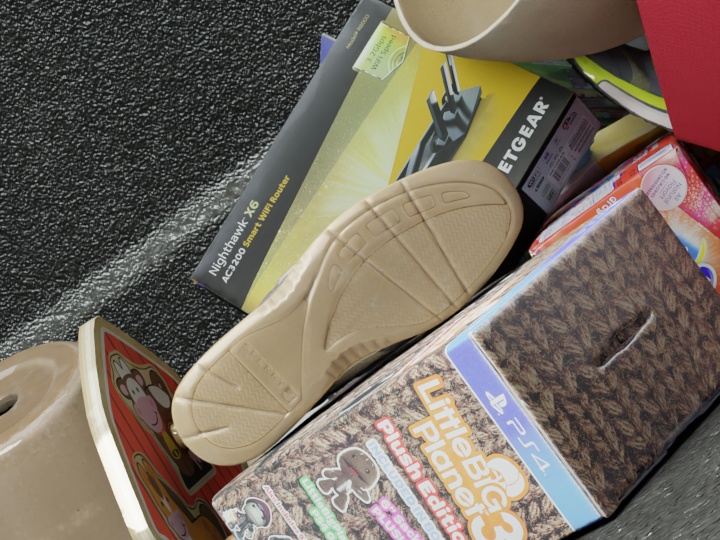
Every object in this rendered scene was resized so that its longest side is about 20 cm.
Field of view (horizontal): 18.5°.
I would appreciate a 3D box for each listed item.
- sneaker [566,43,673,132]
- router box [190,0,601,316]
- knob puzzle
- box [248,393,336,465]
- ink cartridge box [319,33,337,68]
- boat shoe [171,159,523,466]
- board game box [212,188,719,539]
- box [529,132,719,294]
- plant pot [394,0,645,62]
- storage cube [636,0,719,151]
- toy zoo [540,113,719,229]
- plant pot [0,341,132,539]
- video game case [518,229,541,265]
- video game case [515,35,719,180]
[{"bbox_3d":[0.213,-0.113,1.279,0.074,0.200,0.081,-103,30,-81],"label":"sneaker"},{"bbox_3d":[0.019,-0.039,1.266,0.200,0.157,0.052,-59,-32,-4],"label":"router box"},{"bbox_3d":[-0.077,0.106,1.108,0.030,0.220,0.220,-31,2,12],"label":"knob puzzle"},{"bbox_3d":[-0.073,0.157,1.438,0.200,0.060,0.117,-37,-24,-26],"label":"box"},{"bbox_3d":[0.039,-0.035,1.485,0.047,0.200,0.198,-46,-27,-37],"label":"ink cartridge box"},{"bbox_3d":[-0.008,0.017,1.078,0.200,0.072,0.065,-42,6,3],"label":"boat shoe"},{"bbox_3d":[0.057,0.073,1.033,0.200,0.097,0.159,-35,1,42],"label":"board game box"},{"bbox_3d":[0.165,-0.011,1.249,0.100,0.096,0.200,-36,1,9],"label":"box"},{"bbox_3d":[0.123,-0.199,1.210,0.134,0.200,0.200,14,-28,-28],"label":"plant pot"},{"bbox_3d":[0.254,-0.159,1.100,0.200,0.180,0.171,-36,37,-22],"label":"storage cube"},{"bbox_3d":[0.174,-0.042,1.400,0.131,0.020,0.200,-36,-34,8],"label":"toy zoo"},{"bbox_3d":[-0.155,0.140,1.224,0.200,0.175,0.200,-26,25,13],"label":"plant pot"},{"bbox_3d":[0.066,0.004,1.404,0.022,0.182,0.200,-35,0,-26],"label":"video game case"},{"bbox_3d":[0.157,-0.108,1.437,0.182,0.200,0.022,50,-131,-62],"label":"video game case"}]
